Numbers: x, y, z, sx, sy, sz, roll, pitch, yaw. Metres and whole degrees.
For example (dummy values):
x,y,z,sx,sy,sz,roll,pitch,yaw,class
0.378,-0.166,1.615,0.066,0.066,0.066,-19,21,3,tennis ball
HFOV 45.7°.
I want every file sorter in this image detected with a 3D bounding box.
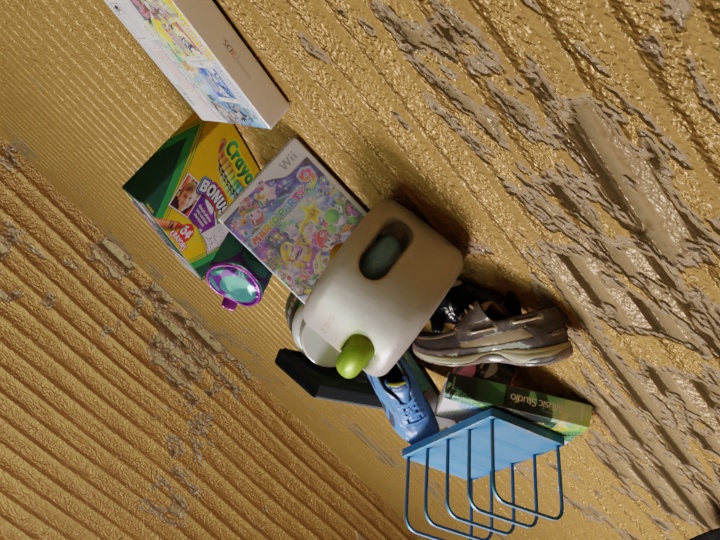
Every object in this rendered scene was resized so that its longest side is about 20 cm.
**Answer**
x,y,z,sx,sy,sz,roll,pitch,yaw,class
0.167,0.297,1.190,0.137,0.124,0.199,24,142,-26,file sorter

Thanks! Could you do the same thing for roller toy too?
x,y,z,sx,sy,sz,roll,pitch,yaw,class
0.022,0.016,1.014,0.139,0.183,0.200,37,-162,3,roller toy

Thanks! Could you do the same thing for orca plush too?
x,y,z,sx,sy,sz,roll,pitch,yaw,class
0.127,0.062,1.095,0.199,0.071,0.106,20,154,50,orca plush

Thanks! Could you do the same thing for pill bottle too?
x,y,z,sx,sy,sz,roll,pitch,yaw,class
-0.062,0.086,1.414,0.113,0.113,0.200,44,180,-15,pill bottle

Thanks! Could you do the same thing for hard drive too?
x,y,z,sx,sy,sz,roll,pitch,yaw,class
-0.028,0.182,1.407,0.198,0.033,0.139,17,-172,-38,hard drive

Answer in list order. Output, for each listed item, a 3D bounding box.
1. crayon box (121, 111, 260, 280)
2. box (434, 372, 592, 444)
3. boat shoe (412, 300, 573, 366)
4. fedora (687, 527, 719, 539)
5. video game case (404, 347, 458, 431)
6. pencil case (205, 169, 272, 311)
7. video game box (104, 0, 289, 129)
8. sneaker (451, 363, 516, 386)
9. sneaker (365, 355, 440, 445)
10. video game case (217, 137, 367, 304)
x,y,z,sx,sy,sz,roll,pitch,yaw,class
-0.228,-0.111,1.247,0.058,0.173,0.201,32,163,32,crayon box
0.208,0.196,1.193,0.197,0.037,0.145,11,159,4,box
0.152,0.071,1.003,0.197,0.075,0.074,-4,-178,30,boat shoe
0.464,0.382,1.091,0.201,0.198,0.093,69,179,-59,fedora
0.096,0.187,1.408,0.182,0.045,0.201,54,-177,-40,video game case
-0.142,-0.047,1.180,0.084,0.202,0.093,26,140,-7,pencil case
-0.197,-0.261,1.018,0.181,0.047,0.201,22,156,51,video game box
0.179,0.166,1.269,0.094,0.080,0.200,23,164,3,sneaker
0.060,0.186,1.233,0.202,0.065,0.078,62,179,-15,sneaker
-0.065,-0.049,1.106,0.200,0.143,0.018,45,180,-17,video game case
